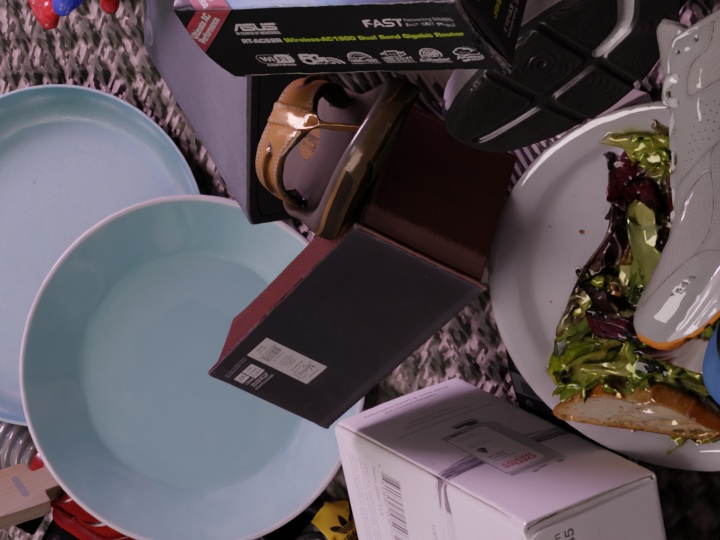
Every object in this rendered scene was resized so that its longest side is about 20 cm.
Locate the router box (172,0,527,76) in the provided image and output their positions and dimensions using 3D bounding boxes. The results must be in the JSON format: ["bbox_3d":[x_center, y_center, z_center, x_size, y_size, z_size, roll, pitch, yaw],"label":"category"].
[{"bbox_3d":[0.013,-0.187,1.354,0.149,0.201,0.062,1,154,30],"label":"router box"}]

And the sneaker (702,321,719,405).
[{"bbox_3d":[0.254,0.063,1.363,0.199,0.066,0.079,15,156,10],"label":"sneaker"}]

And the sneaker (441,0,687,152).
[{"bbox_3d":[0.102,-0.153,1.384,0.201,0.075,0.116,-45,45,22],"label":"sneaker"}]

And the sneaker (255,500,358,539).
[{"bbox_3d":[-0.003,0.181,1.714,0.200,0.070,0.090,24,131,39],"label":"sneaker"}]

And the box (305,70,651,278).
[{"bbox_3d":[0.053,-0.065,1.515,0.199,0.068,0.083,17,124,40],"label":"box"}]

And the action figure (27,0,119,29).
[{"bbox_3d":[-0.147,-0.195,1.608,0.200,0.065,0.100,168,84,-74],"label":"action figure"}]

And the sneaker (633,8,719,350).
[{"bbox_3d":[0.160,-0.063,1.326,0.092,0.076,0.201,28,89,4],"label":"sneaker"}]

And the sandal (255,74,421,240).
[{"bbox_3d":[-0.021,-0.065,1.404,0.054,0.082,0.200,28,-177,-13],"label":"sandal"}]

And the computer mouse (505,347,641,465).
[{"bbox_3d":[0.110,0.099,1.576,0.140,0.046,0.201,9,116,63],"label":"computer mouse"}]

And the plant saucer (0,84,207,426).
[{"bbox_3d":[-0.180,-0.008,1.749,0.199,0.027,0.201,-2,82,16],"label":"plant saucer"}]

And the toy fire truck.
[{"bbox_3d":[-0.202,0.121,1.767,0.176,0.129,0.200,27,174,35],"label":"toy fire truck"}]

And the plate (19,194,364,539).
[{"bbox_3d":[-0.094,0.058,1.694,0.201,0.199,0.026,60,-175,1],"label":"plate"}]

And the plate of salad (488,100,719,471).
[{"bbox_3d":[0.157,0.014,1.414,0.199,0.048,0.201,7,119,12],"label":"plate of salad"}]

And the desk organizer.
[{"bbox_3d":[0.000,0.000,1.481,0.071,0.077,0.200,25,150,-13],"label":"desk organizer"}]

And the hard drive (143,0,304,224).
[{"bbox_3d":[-0.074,-0.134,1.573,0.200,0.033,0.140,-123,29,-54],"label":"hard drive"}]

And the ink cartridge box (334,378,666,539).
[{"bbox_3d":[0.078,0.155,1.527,0.200,0.082,0.147,24,130,59],"label":"ink cartridge box"}]
